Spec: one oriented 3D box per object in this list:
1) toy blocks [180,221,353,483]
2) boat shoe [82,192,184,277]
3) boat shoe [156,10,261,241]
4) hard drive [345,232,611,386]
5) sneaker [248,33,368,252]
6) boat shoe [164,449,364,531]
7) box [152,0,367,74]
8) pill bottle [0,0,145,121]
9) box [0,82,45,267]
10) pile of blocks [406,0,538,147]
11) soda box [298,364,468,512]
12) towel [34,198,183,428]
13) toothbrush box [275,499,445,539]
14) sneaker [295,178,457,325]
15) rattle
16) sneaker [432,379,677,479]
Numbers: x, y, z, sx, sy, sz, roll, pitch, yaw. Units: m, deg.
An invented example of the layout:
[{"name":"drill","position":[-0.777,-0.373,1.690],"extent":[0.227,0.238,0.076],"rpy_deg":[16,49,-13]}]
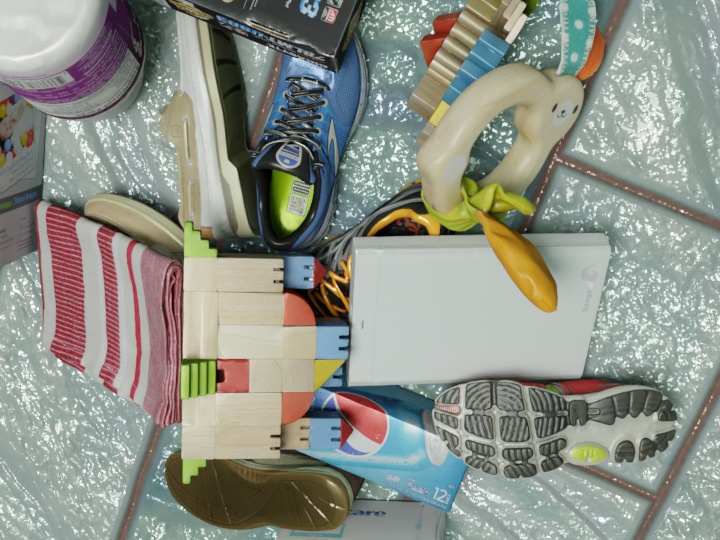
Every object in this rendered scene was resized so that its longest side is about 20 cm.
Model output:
[{"name":"toy blocks","position":[-0.069,0.065,0.718],"extent":[0.135,0.100,0.203],"rpy_deg":[1,94,-8]},{"name":"boat shoe","position":[-0.165,0.012,0.786],"extent":[0.199,0.065,0.072],"rpy_deg":[38,146,1]},{"name":"boat shoe","position":[-0.132,-0.123,0.758],"extent":[0.067,0.075,0.203],"rpy_deg":[-6,98,13]},{"name":"hard drive","position":[0.089,0.033,0.736],"extent":[0.197,0.026,0.133],"rpy_deg":[-1,124,-6]},{"name":"sneaker","position":[-0.042,-0.107,0.739],"extent":[0.077,0.089,0.203],"rpy_deg":[10,105,6]},{"name":"boat shoe","position":[-0.086,0.191,0.833],"extent":[0.197,0.065,0.074],"rpy_deg":[3,104,29]},{"name":"box","position":[-0.070,-0.279,0.695],"extent":[0.196,0.050,0.202],"rpy_deg":[21,88,3]},{"name":"pill bottle","position":[-0.223,-0.176,0.688],"extent":[0.110,0.200,0.114],"rpy_deg":[0,86,-1]},{"name":"box","position":[-0.309,-0.100,0.753],"extent":[0.041,0.156,0.203],"rpy_deg":[9,104,5]},{"name":"pile of blocks","position":[0.087,-0.185,0.701],"extent":[0.062,0.082,0.201],"rpy_deg":[32,107,0]},{"name":"soda box","position":[-0.001,0.131,0.801],"extent":[0.198,0.068,0.065],"rpy_deg":[21,107,4]},{"name":"towel","position":[-0.217,0.032,0.779],"extent":[0.198,0.023,0.146],"rpy_deg":[21,117,38]},{"name":"toothbrush box","position":[0.006,0.317,0.837],"extent":[0.144,0.085,0.203],"rpy_deg":[1,102,10]},{"name":"sneaker","position":[0.000,0.000,0.765],"extent":[0.078,0.077,0.200],"rpy_deg":[44,108,-5]},{"name":"rattle","position":[0.146,-0.093,0.660],"extent":[0.199,0.143,0.131],"rpy_deg":[-37,129,-12]},{"name":"sneaker","position":[0.155,0.125,0.761],"extent":[0.197,0.085,0.078],"rpy_deg":[3,93,-2]}]
